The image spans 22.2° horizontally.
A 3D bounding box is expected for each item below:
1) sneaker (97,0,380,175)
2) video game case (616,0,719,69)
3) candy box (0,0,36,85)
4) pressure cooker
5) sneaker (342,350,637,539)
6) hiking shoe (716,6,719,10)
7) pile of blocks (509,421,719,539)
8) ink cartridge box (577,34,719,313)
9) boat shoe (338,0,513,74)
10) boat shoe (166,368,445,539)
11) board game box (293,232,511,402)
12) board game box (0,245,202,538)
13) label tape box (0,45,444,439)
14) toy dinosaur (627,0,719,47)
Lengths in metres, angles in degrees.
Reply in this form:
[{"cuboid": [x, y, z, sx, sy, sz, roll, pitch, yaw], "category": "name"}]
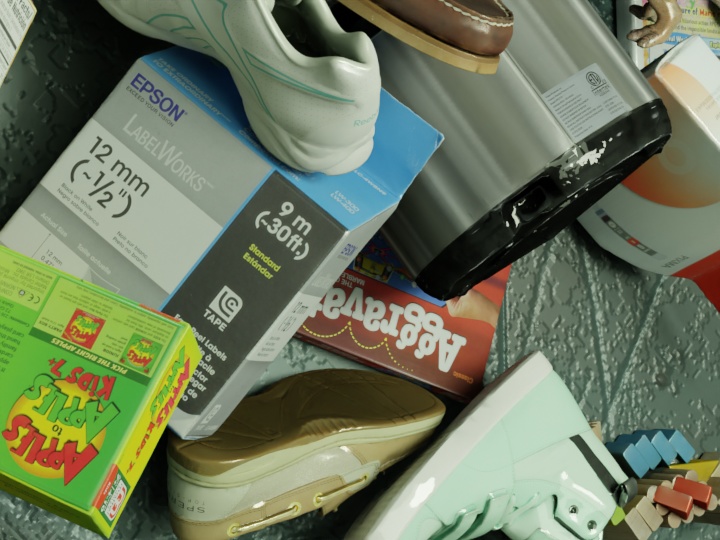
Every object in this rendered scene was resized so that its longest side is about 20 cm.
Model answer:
[{"cuboid": [-0.063, -0.137, 0.906, 0.200, 0.080, 0.070, 40, 56, 13], "category": "sneaker"}, {"cuboid": [0.259, -0.099, 1.260, 0.200, 0.024, 0.182, 1, 86, -32], "category": "video game case"}, {"cuboid": [-0.249, -0.067, 0.871, 0.115, 0.055, 0.200, 16, 71, 14], "category": "candy box"}, {"cuboid": [0.056, -0.107, 1.028, 0.200, 0.179, 0.176, 54, 22, 6], "category": "pressure cooker"}, {"cuboid": [0.079, 0.145, 1.055, 0.118, 0.074, 0.200, 50, 57, 1], "category": "sneaker"}, {"cuboid": [0.264, -0.229, 1.224, 0.087, 0.074, 0.200, -38, 94, -34], "category": "hiking shoe"}, {"cuboid": [0.178, 0.135, 1.170, 0.200, 0.062, 0.082, -8, 92, -33], "category": "pile of blocks"}, {"cuboid": [0.211, -0.028, 1.118, 0.050, 0.162, 0.200, -38, 91, -28], "category": "ink cartridge box"}, {"cuboid": [0.001, -0.171, 0.916, 0.070, 0.200, 0.070, -5, 128, -59], "category": "boat shoe"}, {"cuboid": [-0.033, 0.104, 1.036, 0.200, 0.074, 0.067, -9, 120, -44], "category": "boat shoe"}, {"cuboid": [0.000, 0.000, 1.090, 0.200, 0.019, 0.103, 23, 76, -30], "category": "board game box"}, {"cuboid": [-0.189, 0.039, 0.882, 0.200, 0.048, 0.102, 22, 71, 12], "category": "board game box"}, {"cuboid": [-0.075, -0.035, 0.937, 0.143, 0.066, 0.200, 39, 95, 10], "category": "label tape box"}, {"cuboid": [0.172, -0.224, 1.131, 0.086, 0.200, 0.136, -20, 138, -56], "category": "toy dinosaur"}]
